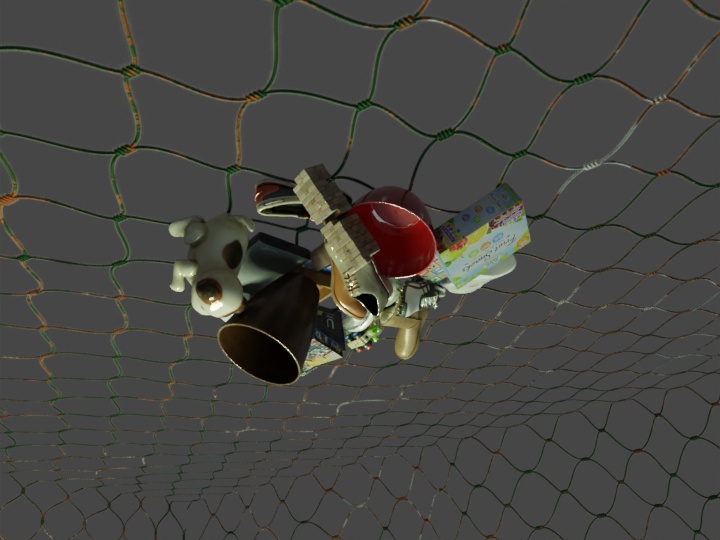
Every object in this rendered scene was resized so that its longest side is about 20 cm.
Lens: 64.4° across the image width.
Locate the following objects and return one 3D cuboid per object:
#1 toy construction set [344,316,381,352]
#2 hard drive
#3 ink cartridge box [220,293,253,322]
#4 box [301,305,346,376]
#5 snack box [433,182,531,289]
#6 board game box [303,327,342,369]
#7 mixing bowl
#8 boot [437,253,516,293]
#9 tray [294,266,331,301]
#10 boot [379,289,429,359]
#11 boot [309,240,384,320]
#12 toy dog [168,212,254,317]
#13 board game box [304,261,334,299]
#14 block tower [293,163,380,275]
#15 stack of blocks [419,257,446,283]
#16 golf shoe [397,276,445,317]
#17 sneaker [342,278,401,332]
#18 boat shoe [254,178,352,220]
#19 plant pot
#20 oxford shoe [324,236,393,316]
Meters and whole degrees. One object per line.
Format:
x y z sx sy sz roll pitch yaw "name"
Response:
0.019 0.148 1.522 0.131 0.092 0.200 -46 171 -26 "toy construction set"
-0.227 -0.009 1.291 0.139 0.033 0.200 20 139 -39 "hard drive"
-0.266 0.108 1.395 0.199 0.041 0.200 9 156 23 "ink cartridge box"
-0.159 0.189 1.551 0.148 0.125 0.200 18 141 -38 "box"
0.258 -0.069 1.226 0.199 0.068 0.169 -32 145 3 "snack box"
-0.163 0.206 1.426 0.199 0.035 0.135 -20 145 21 "board game box"
0.061 -0.091 1.125 0.199 0.109 0.201 12 140 10 "mixing bowl"
0.297 0.006 1.428 0.199 0.074 0.096 -13 156 24 "boot"
-0.147 0.055 1.359 0.098 0.037 0.200 17 149 -31 "tray"
0.100 0.142 1.495 0.066 0.176 0.200 17 178 29 "boot"
0.000 0.000 1.253 0.155 0.201 0.077 -29 -174 22 "boot"
-0.278 0.000 1.128 0.193 0.201 0.140 -17 149 15 "toy dog"
-0.022 0.016 1.382 0.151 0.037 0.200 -20 149 17 "board game box"
-0.043 -0.094 1.042 0.058 0.200 0.054 -29 175 -46 "block tower"
0.131 -0.036 1.313 0.115 0.059 0.200 -29 144 31 "stack of blocks"
0.145 0.061 1.367 0.088 0.200 0.078 16 114 17 "golf shoe"
0.006 0.073 1.388 0.086 0.078 0.200 20 128 -33 "sneaker"
-0.106 -0.126 1.099 0.199 0.063 0.071 6 144 -26 "boat shoe"
-0.168 0.103 1.207 0.186 0.200 0.187 16 139 15 "plant pot"
-0.006 0.009 1.121 0.071 0.074 0.200 -19 126 40 "oxford shoe"
